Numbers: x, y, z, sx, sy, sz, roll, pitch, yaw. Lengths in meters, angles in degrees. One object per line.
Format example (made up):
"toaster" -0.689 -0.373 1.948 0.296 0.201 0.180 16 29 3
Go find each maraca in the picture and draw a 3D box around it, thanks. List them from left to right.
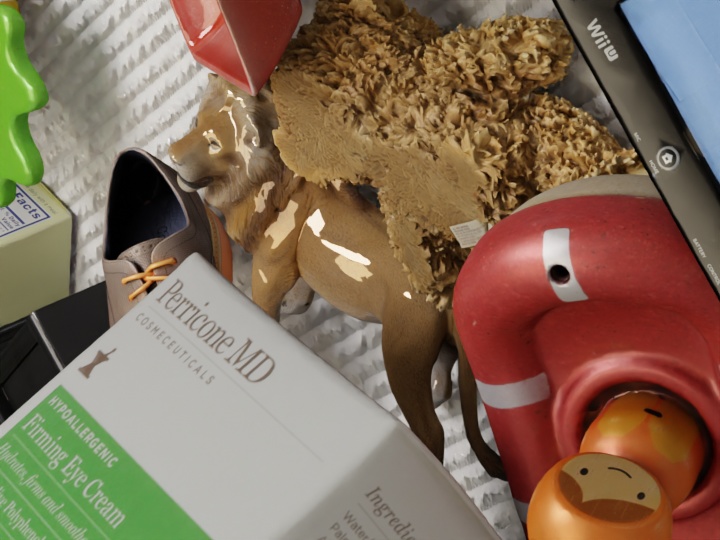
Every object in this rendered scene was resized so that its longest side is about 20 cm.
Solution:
"maraca" -0.218 -0.114 1.462 0.200 0.107 0.137 39 139 36

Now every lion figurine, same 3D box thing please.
"lion figurine" 0.000 0.000 1.262 0.200 0.072 0.123 32 130 23

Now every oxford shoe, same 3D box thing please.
"oxford shoe" -0.091 0.028 1.323 0.073 0.071 0.200 62 -171 -46

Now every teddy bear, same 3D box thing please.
"teddy bear" 0.055 -0.043 1.151 0.200 0.067 0.145 18 133 43

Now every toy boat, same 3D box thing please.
"toy boat" 0.099 0.069 1.046 0.130 0.131 0.200 -7 114 28

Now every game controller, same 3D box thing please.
"game controller" 0.142 -0.059 0.977 0.200 0.104 0.042 62 -167 7

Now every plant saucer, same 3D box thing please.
"plant saucer" -0.079 -0.179 1.209 0.200 0.037 0.200 -143 31 -76

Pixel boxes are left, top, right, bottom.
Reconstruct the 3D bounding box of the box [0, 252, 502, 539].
"box" -0.037 0.141 1.151 0.200 0.171 0.199 53 171 -32

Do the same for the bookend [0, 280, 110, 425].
"bookend" -0.099 0.080 1.430 0.199 0.092 0.200 61 148 8

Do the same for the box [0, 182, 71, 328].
"box" -0.265 0.044 1.553 0.097 0.200 0.176 43 143 33
